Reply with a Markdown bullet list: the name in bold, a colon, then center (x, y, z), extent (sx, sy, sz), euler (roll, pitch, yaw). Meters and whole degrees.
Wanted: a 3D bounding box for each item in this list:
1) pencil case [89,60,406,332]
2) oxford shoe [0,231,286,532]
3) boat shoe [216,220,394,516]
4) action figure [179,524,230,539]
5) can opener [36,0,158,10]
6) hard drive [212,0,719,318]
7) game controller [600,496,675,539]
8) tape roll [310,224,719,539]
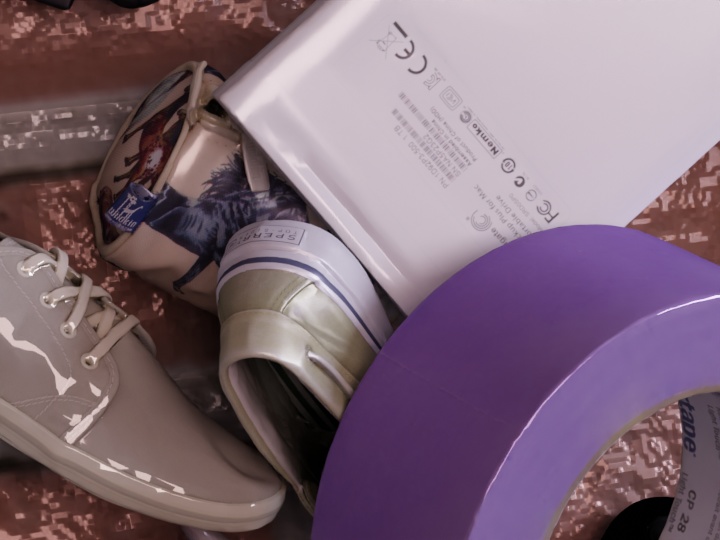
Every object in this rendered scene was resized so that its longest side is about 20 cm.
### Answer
- **pencil case**: center (0.000, 0.000, 1.080), extent (0.199, 0.089, 0.078), euler (28, 64, -14)
- **oxford shoe**: center (-0.109, 0.026, 1.033), extent (0.200, 0.075, 0.058), euler (33, 106, 2)
- **boat shoe**: center (-0.001, 0.067, 1.048), extent (0.200, 0.072, 0.062), euler (54, 39, -38)
- **action figure**: center (-0.048, 0.197, 1.041), extent (0.193, 0.105, 0.200), euler (41, 70, 0)
- **can opener**: center (-0.075, -0.191, 1.087), extent (0.078, 0.063, 0.201), euler (16, 80, -16)
- **hard drive**: center (0.065, -0.079, 1.029), extent (0.200, 0.026, 0.132), euler (-42, 105, -3)
- **game controller**: center (0.113, 0.187, 1.106), extent (0.104, 0.042, 0.201), euler (17, 72, 22)
- **tape roll**: center (0.087, 0.091, 1.017), extent (0.199, 0.085, 0.201), euler (-13, 115, -31)
